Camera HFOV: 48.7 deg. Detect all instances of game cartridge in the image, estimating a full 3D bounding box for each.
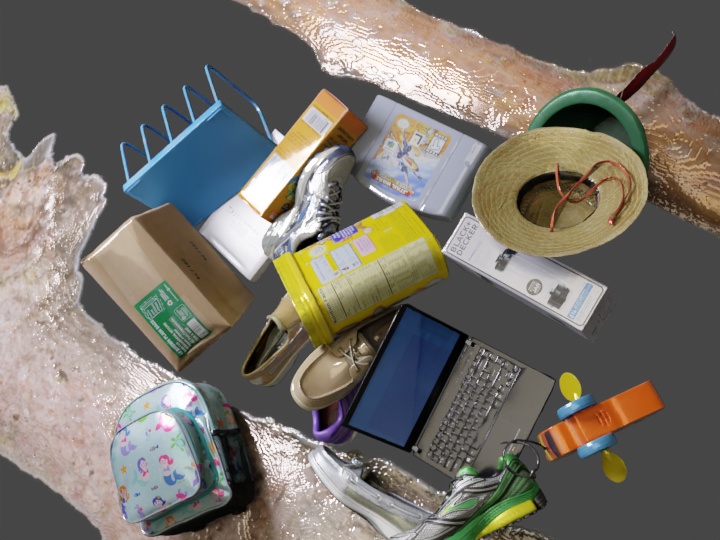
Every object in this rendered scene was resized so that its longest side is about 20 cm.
[{"bbox_3d":[0.071,-0.156,1.135,0.199,0.042,0.134,30,87,26],"label":"game cartridge"}]

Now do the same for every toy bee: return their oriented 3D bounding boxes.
[{"bbox_3d":[0.255,0.188,0.953,0.199,0.109,0.132,-1,68,-2],"label":"toy bee"}]

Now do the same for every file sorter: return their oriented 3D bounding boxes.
[{"bbox_3d":[-0.248,-0.188,1.211,0.200,0.139,0.123,-37,50,16],"label":"file sorter"}]

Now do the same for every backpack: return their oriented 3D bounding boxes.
[{"bbox_3d":[-0.260,0.258,1.128,0.177,0.150,0.201,-27,64,17],"label":"backpack"}]

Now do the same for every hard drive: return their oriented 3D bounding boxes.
[{"bbox_3d":[-0.146,-0.100,1.220,0.132,0.026,0.200,41,95,25],"label":"hard drive"}]

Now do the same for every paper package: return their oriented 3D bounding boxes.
[{"bbox_3d":[-0.264,0.016,1.124,0.103,0.191,0.200,-40,96,10],"label":"paper package"}]

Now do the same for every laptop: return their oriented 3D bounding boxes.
[{"bbox_3d":[0.112,0.167,1.005,0.199,0.103,0.178,27,90,26],"label":"laptop"}]

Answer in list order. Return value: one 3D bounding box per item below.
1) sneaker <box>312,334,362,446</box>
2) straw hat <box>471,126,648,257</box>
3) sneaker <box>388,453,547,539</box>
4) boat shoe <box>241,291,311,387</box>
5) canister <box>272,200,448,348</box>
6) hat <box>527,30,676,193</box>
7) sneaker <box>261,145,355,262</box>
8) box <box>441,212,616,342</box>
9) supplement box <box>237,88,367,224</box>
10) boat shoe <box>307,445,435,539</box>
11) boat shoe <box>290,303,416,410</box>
[{"bbox_3d":[-0.029,0.137,1.084,0.080,0.083,0.201,-3,76,23],"label":"sneaker"},{"bbox_3d":[0.239,-0.074,0.957,0.200,0.085,0.202,-8,58,12],"label":"straw hat"},{"bbox_3d":[0.120,0.291,0.968,0.199,0.078,0.086,-25,76,-9],"label":"sneaker"},{"bbox_3d":[-0.101,0.075,1.132,0.071,0.076,0.201,28,88,29],"label":"boat shoe"},{"bbox_3d":[0.000,0.000,1.053,0.199,0.087,0.149,-26,37,-5],"label":"canister"},{"bbox_3d":[0.336,-0.171,1.033,0.200,0.176,0.166,-39,80,47],"label":"hat"},{"bbox_3d":[-0.055,-0.080,1.129,0.085,0.077,0.201,42,108,34],"label":"sneaker"},{"bbox_3d":[0.211,0.009,0.992,0.199,0.117,0.060,31,91,27],"label":"box"},{"bbox_3d":[-0.084,-0.159,1.152,0.200,0.066,0.069,-48,59,8],"label":"supplement box"},{"bbox_3d":[0.019,0.291,1.038,0.202,0.074,0.065,35,87,22],"label":"boat shoe"},{"bbox_3d":[-0.006,0.106,1.036,0.200,0.065,0.072,-33,79,-27],"label":"boat shoe"}]
